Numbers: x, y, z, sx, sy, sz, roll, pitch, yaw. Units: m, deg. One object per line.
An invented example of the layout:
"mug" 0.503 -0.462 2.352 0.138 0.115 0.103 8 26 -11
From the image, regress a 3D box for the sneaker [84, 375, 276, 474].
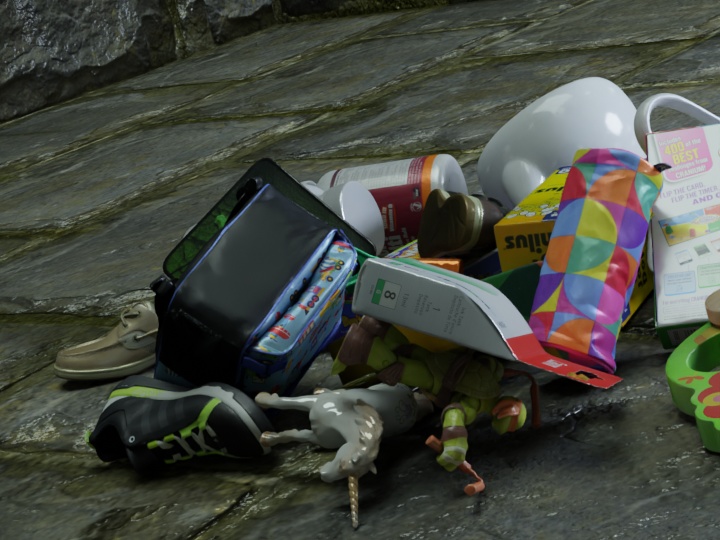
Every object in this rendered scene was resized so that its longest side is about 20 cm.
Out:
"sneaker" -0.153 0.143 1.536 0.199 0.072 0.083 1 44 44

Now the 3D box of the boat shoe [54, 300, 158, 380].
"boat shoe" -0.216 0.060 1.855 0.199 0.065 0.072 -15 15 -8

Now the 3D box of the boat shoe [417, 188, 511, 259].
"boat shoe" 0.102 -0.040 1.802 0.064 0.074 0.200 11 3 -11

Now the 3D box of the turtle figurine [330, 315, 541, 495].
"turtle figurine" 0.061 0.088 1.393 0.160 0.065 0.200 25 30 7

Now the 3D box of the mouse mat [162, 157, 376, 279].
"mouse mat" -0.093 -0.012 1.817 0.161 0.008 0.200 -47 53 -4

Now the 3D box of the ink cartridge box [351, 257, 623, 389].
"ink cartridge box" 0.106 0.038 1.411 0.199 0.050 0.161 15 3 13

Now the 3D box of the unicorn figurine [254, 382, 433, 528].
"unicorn figurine" -0.012 0.121 1.438 0.137 0.074 0.200 -2 18 36

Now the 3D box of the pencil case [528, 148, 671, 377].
"pencil case" 0.199 -0.007 1.544 0.088 0.088 0.201 2 65 44

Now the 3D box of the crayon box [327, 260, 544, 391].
"crayon box" 0.059 0.054 1.584 0.199 0.051 0.127 -18 -7 -27

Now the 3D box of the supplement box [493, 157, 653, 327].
"supplement box" 0.215 -0.026 1.731 0.108 0.110 0.200 -5 17 26

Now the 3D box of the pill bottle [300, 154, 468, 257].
"pill bottle" 0.014 -0.063 2.039 0.199 0.110 0.110 -8 15 19

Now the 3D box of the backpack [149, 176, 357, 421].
"backpack" -0.100 0.051 1.608 0.134 0.200 0.183 30 51 10

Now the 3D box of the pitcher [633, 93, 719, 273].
"pitcher" 0.353 -0.090 1.715 0.199 0.173 0.121 -10 -5 -23

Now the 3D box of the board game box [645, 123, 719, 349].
"board game box" 0.326 -0.037 1.576 0.152 0.040 0.201 -7 57 17

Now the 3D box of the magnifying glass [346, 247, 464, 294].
"magnifying glass" 0.000 0.000 1.749 0.199 0.080 0.022 0 -25 19

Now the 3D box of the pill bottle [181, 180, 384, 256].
"pill bottle" -0.079 -0.024 1.898 0.199 0.112 0.111 -18 10 29

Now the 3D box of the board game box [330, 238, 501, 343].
"board game box" 0.055 0.019 1.825 0.134 0.045 0.200 1 20 41

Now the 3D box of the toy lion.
"toy lion" 0.310 0.082 1.365 0.199 0.069 0.191 3 29 46

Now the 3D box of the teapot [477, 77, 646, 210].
"teapot" 0.232 -0.097 1.936 0.199 0.146 0.198 -32 -17 -4
